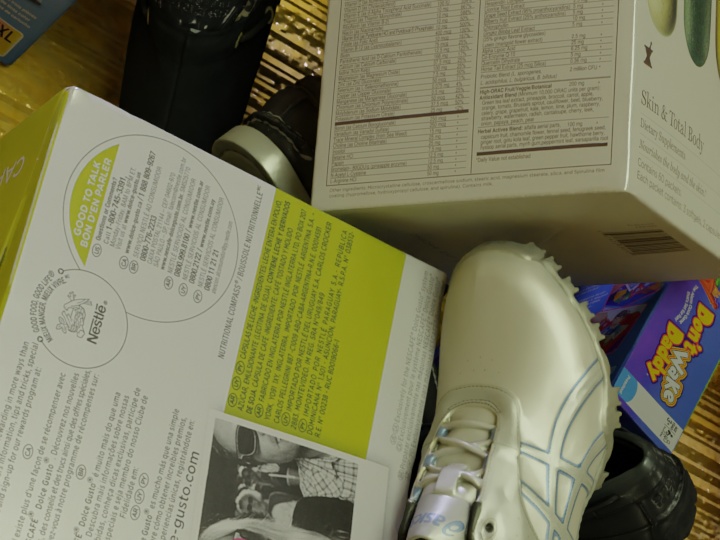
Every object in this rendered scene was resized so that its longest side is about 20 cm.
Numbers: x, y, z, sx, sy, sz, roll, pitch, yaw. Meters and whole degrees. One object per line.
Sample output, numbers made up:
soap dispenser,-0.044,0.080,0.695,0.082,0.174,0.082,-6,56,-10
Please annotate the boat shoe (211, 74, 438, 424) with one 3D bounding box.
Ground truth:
boat shoe,0.000,0.000,0.983,0.061,0.072,0.202,-44,128,-23

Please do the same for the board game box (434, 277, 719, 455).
board game box,0.099,0.050,1.030,0.045,0.200,0.135,46,54,-15

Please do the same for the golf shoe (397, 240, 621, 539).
golf shoe,0.055,0.086,0.838,0.097,0.078,0.201,0,84,-55

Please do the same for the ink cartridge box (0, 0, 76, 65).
ink cartridge box,-0.124,-0.200,0.968,0.076,0.200,0.137,37,56,-15

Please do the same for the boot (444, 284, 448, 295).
boot,-0.014,-0.058,1.037,0.131,0.070,0.201,-20,107,-42

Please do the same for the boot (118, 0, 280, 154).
boot,-0.083,-0.112,1.041,0.073,0.204,0.154,14,105,-1

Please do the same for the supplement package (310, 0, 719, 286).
supplement package,0.085,-0.107,0.928,0.152,0.150,0.201,26,65,-57

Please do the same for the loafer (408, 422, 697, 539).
loafer,0.054,0.093,0.936,0.070,0.200,0.068,57,43,-44

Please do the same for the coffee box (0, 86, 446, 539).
coffee box,-0.110,0.075,0.877,0.197,0.199,0.201,26,61,-25
